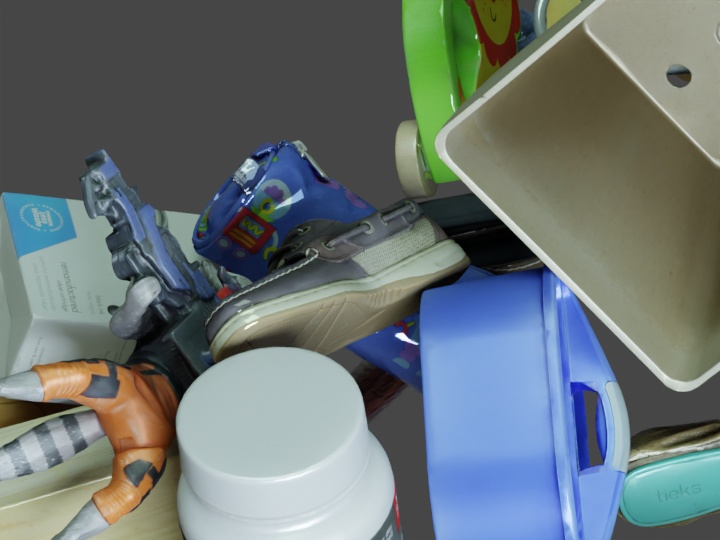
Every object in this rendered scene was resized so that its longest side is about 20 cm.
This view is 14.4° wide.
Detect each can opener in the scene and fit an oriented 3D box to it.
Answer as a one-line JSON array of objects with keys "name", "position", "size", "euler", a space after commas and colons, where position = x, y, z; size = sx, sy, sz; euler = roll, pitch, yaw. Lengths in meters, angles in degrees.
[{"name": "can opener", "position": [0.042, -0.021, 1.721], "size": [0.200, 0.063, 0.079], "euler": [-13, 45, 39]}]

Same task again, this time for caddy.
[{"name": "caddy", "position": [0.095, 0.092, 1.558], "size": [0.105, 0.141, 0.201], "euler": [-7, 64, 7]}]

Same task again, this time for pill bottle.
[{"name": "pill bottle", "position": [-0.034, 0.144, 1.492], "size": [0.113, 0.200, 0.114], "euler": [-4, 42, 4]}]

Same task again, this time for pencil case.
[{"name": "pencil case", "position": [0.000, 0.000, 1.661], "size": [0.087, 0.200, 0.078], "euler": [-55, 13, 6]}]

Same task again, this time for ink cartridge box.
[{"name": "ink cartridge box", "position": [-0.116, 0.023, 1.679], "size": [0.199, 0.067, 0.116], "euler": [6, 38, -24]}]

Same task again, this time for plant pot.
[{"name": "plant pot", "position": [0.191, -0.094, 1.557], "size": [0.200, 0.200, 0.177], "euler": [-40, 12, 29]}]

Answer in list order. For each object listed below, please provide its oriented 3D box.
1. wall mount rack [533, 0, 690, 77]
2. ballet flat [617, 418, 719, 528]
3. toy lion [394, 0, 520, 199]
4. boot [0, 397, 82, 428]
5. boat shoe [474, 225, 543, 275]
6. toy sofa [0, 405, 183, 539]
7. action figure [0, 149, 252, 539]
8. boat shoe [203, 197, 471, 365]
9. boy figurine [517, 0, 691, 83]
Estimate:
[{"name": "wall mount rack", "position": [0.178, -0.117, 1.716], "size": [0.199, 0.174, 0.075], "euler": [-6, -5, -29]}, {"name": "ballet flat", "position": [0.234, 0.103, 1.609], "size": [0.199, 0.068, 0.072], "euler": [-10, 23, 4]}, {"name": "toy lion", "position": [0.064, -0.156, 1.762], "size": [0.068, 0.192, 0.200], "euler": [-7, 12, 18]}, {"name": "boot", "position": [-0.209, 0.087, 1.680], "size": [0.143, 0.071, 0.201], "euler": [-3, 38, 6]}, {"name": "boat shoe", "position": [0.142, -0.053, 1.775], "size": [0.200, 0.073, 0.072], "euler": [-31, 47, -23]}, {"name": "toy sofa", "position": [-0.145, 0.133, 1.610], "size": [0.199, 0.083, 0.098], "euler": [-16, 39, -9]}, {"name": "action figure", "position": [-0.130, 0.043, 1.550], "size": [0.193, 0.200, 0.105], "euler": [-33, 6, -37]}, {"name": "boat shoe", "position": [-0.021, 0.005, 1.555], "size": [0.200, 0.072, 0.065], "euler": [-20, 67, -47]}, {"name": "boy figurine", "position": [0.155, -0.154, 1.892], "size": [0.199, 0.065, 0.125], "euler": [-6, 42, 2]}]
